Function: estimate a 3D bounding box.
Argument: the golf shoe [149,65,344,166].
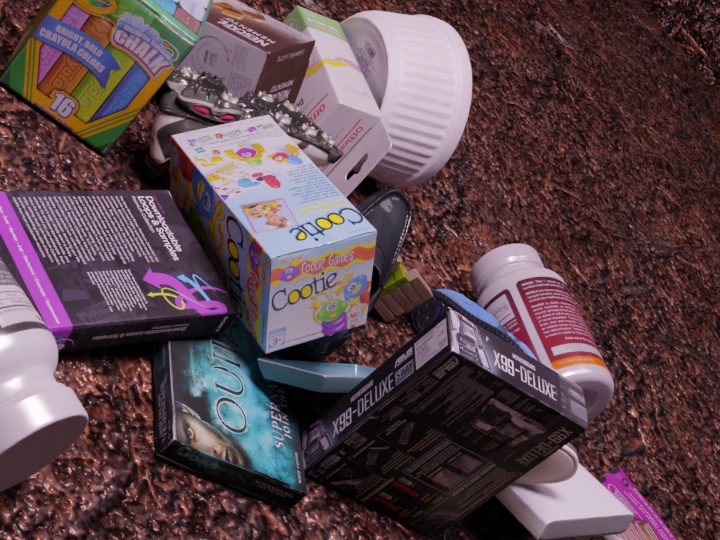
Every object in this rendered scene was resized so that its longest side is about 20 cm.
[{"bbox_3d":[-0.111,-0.127,1.334,0.199,0.088,0.077,16,23,-34],"label":"golf shoe"}]

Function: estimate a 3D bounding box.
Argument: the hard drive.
[{"bbox_3d":[0.155,0.185,1.345,0.131,0.027,0.200,5,28,-42],"label":"hard drive"}]

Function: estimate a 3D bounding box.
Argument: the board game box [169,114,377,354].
[{"bbox_3d":[-0.082,-0.037,1.225,0.104,0.104,0.200,-15,42,-26],"label":"board game box"}]

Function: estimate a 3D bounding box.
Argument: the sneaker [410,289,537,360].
[{"bbox_3d":[0.140,0.083,1.449,0.078,0.066,0.200,10,24,-49],"label":"sneaker"}]

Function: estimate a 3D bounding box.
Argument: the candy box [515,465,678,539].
[{"bbox_3d":[0.245,0.285,1.378,0.137,0.061,0.200,52,29,13],"label":"candy box"}]

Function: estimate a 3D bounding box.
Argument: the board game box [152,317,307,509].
[{"bbox_3d":[-0.114,0.095,1.174,0.135,0.028,0.201,27,33,-32],"label":"board game box"}]

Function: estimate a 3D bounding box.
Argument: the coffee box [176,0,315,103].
[{"bbox_3d":[-0.163,-0.238,1.427,0.199,0.080,0.114,29,26,15],"label":"coffee box"}]

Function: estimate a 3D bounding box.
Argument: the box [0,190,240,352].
[{"bbox_3d":[-0.211,-0.003,1.133,0.199,0.036,0.143,-5,52,-44],"label":"box"}]

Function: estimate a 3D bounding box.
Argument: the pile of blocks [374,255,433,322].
[{"bbox_3d":[-0.012,-0.011,1.397,0.199,0.082,0.062,17,39,-41],"label":"pile of blocks"}]

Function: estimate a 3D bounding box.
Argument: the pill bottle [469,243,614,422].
[{"bbox_3d":[0.193,0.072,1.533,0.113,0.113,0.201,19,38,-40],"label":"pill bottle"}]

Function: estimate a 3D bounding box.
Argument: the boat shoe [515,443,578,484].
[{"bbox_3d":[0.101,0.147,1.274,0.198,0.067,0.057,7,35,6],"label":"boat shoe"}]

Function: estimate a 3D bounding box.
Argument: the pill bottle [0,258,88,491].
[{"bbox_3d":[-0.275,0.045,0.931,0.200,0.116,0.116,54,29,13],"label":"pill bottle"}]

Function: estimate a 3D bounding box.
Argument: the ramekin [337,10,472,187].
[{"bbox_3d":[0.024,-0.200,1.583,0.105,0.200,0.201,8,44,-36],"label":"ramekin"}]

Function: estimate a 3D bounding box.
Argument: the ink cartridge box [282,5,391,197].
[{"bbox_3d":[-0.051,-0.178,1.525,0.067,0.117,0.201,15,40,-42],"label":"ink cartridge box"}]

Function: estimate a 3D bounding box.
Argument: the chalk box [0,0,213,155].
[{"bbox_3d":[-0.220,-0.234,1.282,0.124,0.200,0.125,35,29,-18],"label":"chalk box"}]

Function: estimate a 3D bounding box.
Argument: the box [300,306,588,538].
[{"bbox_3d":[0.069,0.136,1.186,0.157,0.200,0.050,29,36,-27],"label":"box"}]

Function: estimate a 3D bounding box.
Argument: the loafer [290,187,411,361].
[{"bbox_3d":[0.000,0.000,1.301,0.068,0.070,0.201,41,59,-16],"label":"loafer"}]

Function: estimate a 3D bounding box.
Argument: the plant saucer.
[{"bbox_3d":[-0.018,0.096,1.241,0.070,0.019,0.200,11,-1,25],"label":"plant saucer"}]
